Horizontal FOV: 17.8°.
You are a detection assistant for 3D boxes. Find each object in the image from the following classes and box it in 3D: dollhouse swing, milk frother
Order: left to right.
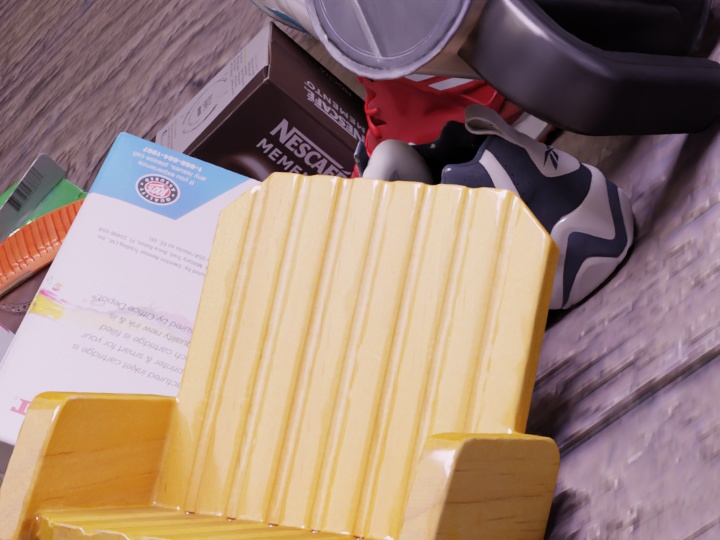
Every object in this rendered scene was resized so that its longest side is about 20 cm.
[{"bbox_3d":[-0.026,0.041,0.985,0.198,0.181,0.178,6,88,25],"label":"dollhouse swing"},{"bbox_3d":[0.107,-0.175,1.105,0.180,0.187,0.202,28,110,40],"label":"milk frother"}]

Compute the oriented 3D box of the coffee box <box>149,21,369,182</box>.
[{"bbox_3d":[-0.083,-0.042,1.444,0.200,0.113,0.080,-43,23,23],"label":"coffee box"}]

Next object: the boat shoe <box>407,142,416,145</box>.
[{"bbox_3d":[0.000,0.000,1.269,0.074,0.067,0.200,-53,9,-29],"label":"boat shoe"}]

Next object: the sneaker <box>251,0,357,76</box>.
[{"bbox_3d":[-0.008,-0.169,1.379,0.077,0.200,0.081,-47,-19,-9],"label":"sneaker"}]

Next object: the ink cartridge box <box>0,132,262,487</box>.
[{"bbox_3d":[-0.100,0.066,1.188,0.147,0.146,0.201,105,-174,-53],"label":"ink cartridge box"}]

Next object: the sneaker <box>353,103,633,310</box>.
[{"bbox_3d":[0.024,-0.002,1.133,0.199,0.129,0.080,-40,22,28],"label":"sneaker"}]

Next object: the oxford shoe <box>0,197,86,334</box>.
[{"bbox_3d":[-0.204,0.024,1.397,0.199,0.073,0.071,-35,19,4],"label":"oxford shoe"}]

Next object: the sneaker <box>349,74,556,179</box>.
[{"bbox_3d":[0.016,-0.087,1.307,0.200,0.115,0.079,-38,24,31],"label":"sneaker"}]

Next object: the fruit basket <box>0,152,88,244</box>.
[{"bbox_3d":[-0.236,0.034,1.570,0.094,0.185,0.200,37,86,33],"label":"fruit basket"}]

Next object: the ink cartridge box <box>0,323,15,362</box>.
[{"bbox_3d":[-0.277,0.112,1.339,0.200,0.145,0.084,-45,13,22],"label":"ink cartridge box"}]
